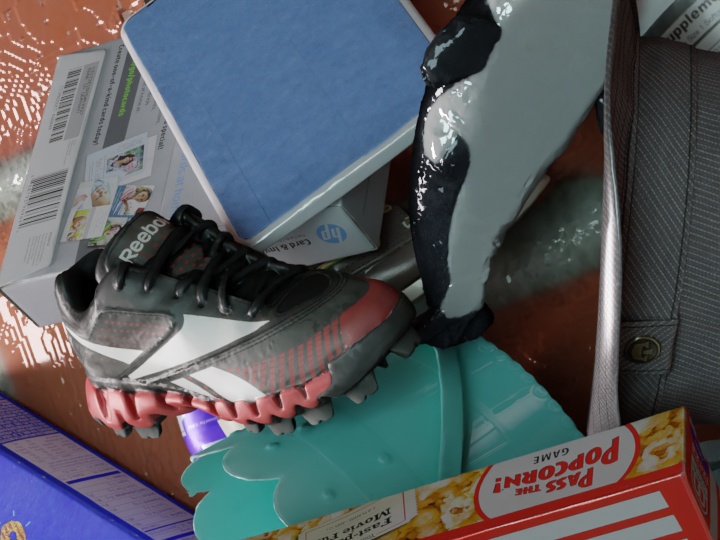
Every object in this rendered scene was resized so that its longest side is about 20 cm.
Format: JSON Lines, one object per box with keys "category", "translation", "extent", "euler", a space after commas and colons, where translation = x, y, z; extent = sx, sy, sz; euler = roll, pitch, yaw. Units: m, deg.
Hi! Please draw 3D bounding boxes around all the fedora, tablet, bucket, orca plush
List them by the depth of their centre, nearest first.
{"category": "fedora", "translation": [0.138, -0.016, 0.847], "extent": [0.090, 0.177, 0.201], "euler": [4, 116, 7]}
{"category": "orca plush", "translation": [0.060, -0.069, 0.941], "extent": [0.071, 0.105, 0.201], "euler": [-129, 39, -55]}
{"category": "bucket", "translation": [0.027, 0.132, 0.993], "extent": [0.207, 0.135, 0.208], "euler": [47, 157, 27]}
{"category": "tablet", "translation": [-0.036, -0.102, 1.043], "extent": [0.130, 0.014, 0.200], "euler": [-36, 45, 5]}

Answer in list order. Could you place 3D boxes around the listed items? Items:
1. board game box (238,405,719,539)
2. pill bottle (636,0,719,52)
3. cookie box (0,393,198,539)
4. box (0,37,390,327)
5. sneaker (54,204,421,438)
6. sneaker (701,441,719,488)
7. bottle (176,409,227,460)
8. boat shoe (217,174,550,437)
{"category": "board game box", "translation": [0.057, 0.150, 0.833], "extent": [0.199, 0.046, 0.152], "euler": [-19, 115, 18]}
{"category": "pill bottle", "translation": [0.181, -0.090, 0.949], "extent": [0.116, 0.116, 0.200], "euler": [-45, 74, 24]}
{"category": "cookie box", "translation": [-0.181, 0.181, 1.185], "extent": [0.200, 0.075, 0.172], "euler": [29, 107, 23]}
{"category": "box", "translation": [-0.076, -0.063, 1.080], "extent": [0.199, 0.041, 0.156], "euler": [-14, 49, 28]}
{"category": "sneaker", "translation": [-0.063, 0.018, 0.953], "extent": [0.200, 0.071, 0.098], "euler": [-7, 118, 44]}
{"category": "sneaker", "translation": [0.172, 0.113, 0.940], "extent": [0.200, 0.079, 0.131], "euler": [105, 143, -56]}
{"category": "bottle", "translation": [-0.053, 0.067, 1.113], "extent": [0.083, 0.065, 0.201], "euler": [-19, 86, 22]}
{"category": "boat shoe", "translation": [0.000, 0.000, 1.048], "extent": [0.200, 0.072, 0.060], "euler": [-38, 89, 3]}
